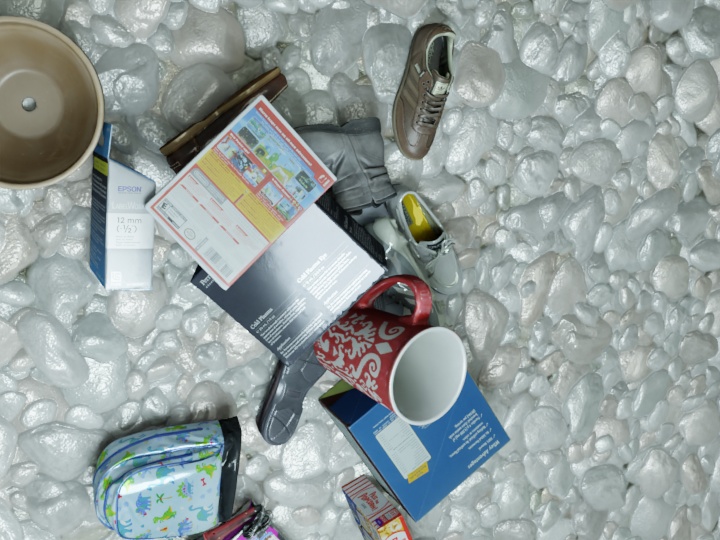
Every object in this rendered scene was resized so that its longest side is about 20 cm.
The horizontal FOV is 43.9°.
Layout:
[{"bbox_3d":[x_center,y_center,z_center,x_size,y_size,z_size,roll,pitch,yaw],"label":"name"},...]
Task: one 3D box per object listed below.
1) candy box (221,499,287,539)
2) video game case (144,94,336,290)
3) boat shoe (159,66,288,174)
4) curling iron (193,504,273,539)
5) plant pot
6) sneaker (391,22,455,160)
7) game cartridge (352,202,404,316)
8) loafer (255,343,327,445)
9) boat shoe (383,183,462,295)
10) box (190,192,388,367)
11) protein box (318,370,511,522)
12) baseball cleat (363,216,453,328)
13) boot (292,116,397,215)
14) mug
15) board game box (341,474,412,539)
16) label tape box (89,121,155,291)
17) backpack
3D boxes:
[{"bbox_3d":[-0.153,0.469,1.364,0.136,0.061,0.201,-39,112,-11],"label":"candy box"},{"bbox_3d":[-0.146,-0.096,1.106,0.200,0.017,0.143,-45,104,-8],"label":"video game case"},{"bbox_3d":[-0.175,-0.195,1.215,0.199,0.070,0.071,-38,105,-2],"label":"boat shoe"},{"bbox_3d":[-0.214,0.393,1.300,0.199,0.050,0.026,-27,121,14],"label":"curling iron"},{"bbox_3d":[-0.412,-0.202,1.093,0.199,0.093,0.203,-2,99,-11],"label":"plant pot"},{"bbox_3d":[0.096,-0.261,1.309,0.070,0.075,0.202,3,99,-23],"label":"sneaker"},{"bbox_3d":[0.000,0.000,1.346,0.132,0.040,0.202,-13,106,-16],"label":"game cartridge"},{"bbox_3d":[-0.102,0.156,1.321,0.072,0.063,0.201,27,88,-35],"label":"loafer"},{"bbox_3d":[0.109,-0.041,1.353,0.074,0.086,0.203,-34,111,-13],"label":"boat shoe"},{"bbox_3d":[-0.095,-0.009,1.221,0.200,0.104,0.182,-44,106,13],"label":"box"},{"bbox_3d":[0.083,0.229,1.371,0.198,0.135,0.201,-38,112,-11],"label":"protein box"},{"bbox_3d":[0.051,0.022,1.314,0.106,0.070,0.201,-27,96,5],"label":"baseball cleat"},{"bbox_3d":[-0.044,-0.139,1.264,0.198,0.070,0.133,-12,90,-18],"label":"boot"},{"bbox_3d":[0.043,0.099,1.246,0.133,0.199,0.179,32,81,-38],"label":"mug"},{"bbox_3d":[0.049,0.438,1.392,0.046,0.151,0.201,-27,110,-15],"label":"board game box"},{"bbox_3d":[-0.304,-0.087,1.141,0.066,0.143,0.202,2,100,-25],"label":"label tape box"},{"bbox_3d":[-0.271,0.295,1.246,0.198,0.154,0.164,7,113,-11],"label":"backpack"}]
